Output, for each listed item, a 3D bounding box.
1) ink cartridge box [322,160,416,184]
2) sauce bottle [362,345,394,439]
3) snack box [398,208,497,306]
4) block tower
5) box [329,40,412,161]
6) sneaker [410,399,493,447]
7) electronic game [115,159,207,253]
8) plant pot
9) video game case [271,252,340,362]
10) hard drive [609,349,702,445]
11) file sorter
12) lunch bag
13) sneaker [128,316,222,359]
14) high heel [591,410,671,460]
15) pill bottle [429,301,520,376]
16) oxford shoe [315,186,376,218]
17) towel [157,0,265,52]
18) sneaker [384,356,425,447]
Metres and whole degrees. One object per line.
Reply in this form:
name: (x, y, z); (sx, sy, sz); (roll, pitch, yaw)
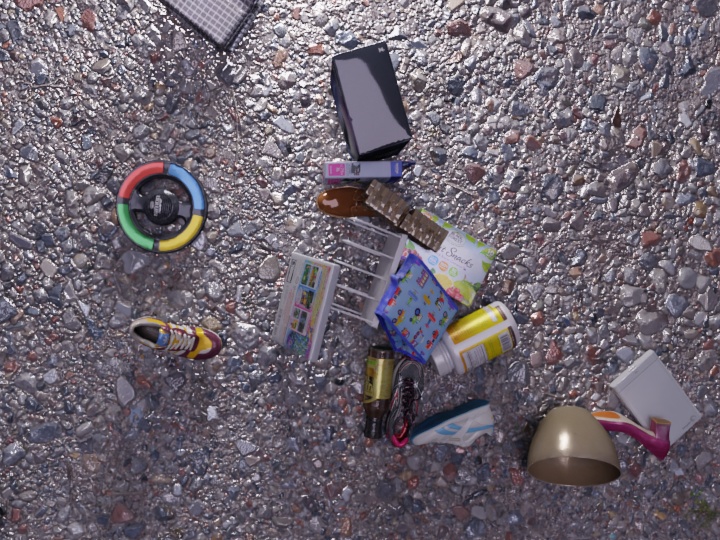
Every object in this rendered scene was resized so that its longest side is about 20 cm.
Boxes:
ink cartridge box: (0.017, -0.212, 1.345); (0.196, 0.119, 0.043); (-4, 92, -5)
sauce bottle: (0.038, 0.273, 1.391); (0.063, 0.065, 0.205); (6, 90, -5)
snack box: (0.188, -0.029, 1.400); (0.197, 0.053, 0.144); (28, 88, -5)
block tower: (0.091, -0.115, 1.327); (0.198, 0.058, 0.055); (34, 85, -10)
box: (0.015, -0.341, 1.302); (0.121, 0.198, 0.204); (-17, 93, -4)
sneaker: (0.210, 0.363, 1.405); (0.196, 0.077, 0.082); (-18, 95, -2)
electronic game: (-0.431, -0.138, 1.348); (0.196, 0.042, 0.205); (0, 92, -5)
plant pot: (0.471, 0.385, 1.388); (0.196, 0.201, 0.137); (11, 56, -5)
video game case: (-0.120, 0.073, 1.321); (0.023, 0.181, 0.204); (14, 91, -36)
hard drive: (0.700, 0.309, 1.470); (0.131, 0.027, 0.201); (-39, 95, -2)
file sorter: (0.000, 0.000, 1.337); (0.122, 0.139, 0.204); (18, 90, -10)
lunch bag: (0.108, 0.075, 1.307); (0.152, 0.093, 0.201); (-55, 139, -19)
sneaker: (-0.399, 0.151, 1.336); (0.196, 0.090, 0.077); (12, 91, -5)
high heel: (0.618, 0.386, 1.444); (0.196, 0.067, 0.098); (4, 100, 2)
pill bottle: (0.247, 0.158, 1.384); (0.197, 0.109, 0.111); (-25, 94, -4)
oxford shoe: (-0.001, -0.151, 1.372); (0.196, 0.071, 0.073); (2, 93, -3)
towel: (-0.317, -0.588, 1.321); (0.199, 0.086, 0.167); (35, 90, -5)
sneaker: (0.105, 0.296, 1.394); (0.079, 0.075, 0.204); (8, 91, -5)
